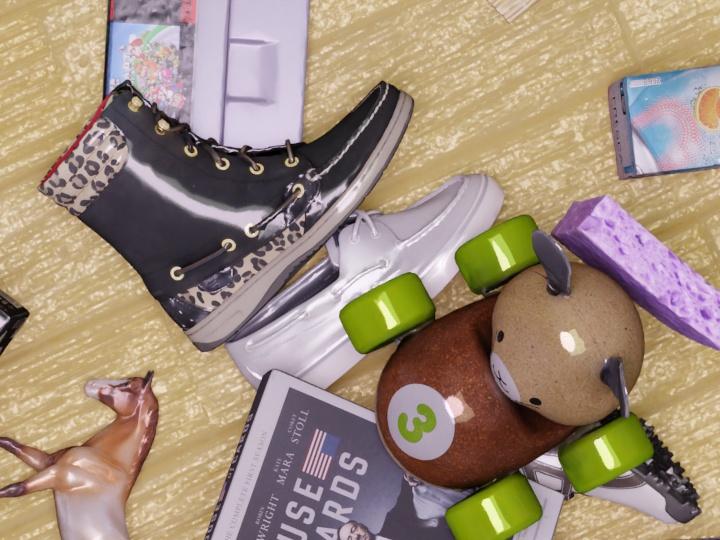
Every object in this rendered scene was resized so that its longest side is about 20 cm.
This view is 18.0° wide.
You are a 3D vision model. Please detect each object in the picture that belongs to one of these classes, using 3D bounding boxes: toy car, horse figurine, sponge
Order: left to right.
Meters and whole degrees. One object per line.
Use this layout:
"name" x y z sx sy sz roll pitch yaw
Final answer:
"horse figurine" -0.184 0.164 1.407 0.132 0.050 0.201 -3 68 -15
"toy car" 0.097 0.051 1.280 0.157 0.200 0.165 -27 85 -16
"sponge" 0.171 0.001 1.361 0.111 0.200 0.030 39 91 0

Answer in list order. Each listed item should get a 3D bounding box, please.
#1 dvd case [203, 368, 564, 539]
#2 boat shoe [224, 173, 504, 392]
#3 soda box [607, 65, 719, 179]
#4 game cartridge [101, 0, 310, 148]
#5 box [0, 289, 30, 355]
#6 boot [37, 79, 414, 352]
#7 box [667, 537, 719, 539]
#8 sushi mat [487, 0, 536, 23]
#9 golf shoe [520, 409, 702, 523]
"dvd case" 0.011 0.164 1.346 0.199 0.025 0.151 24 69 -12
"boat shoe" 0.000 0.000 1.419 0.200 0.072 0.069 -40 108 8
"soda box" 0.260 -0.100 1.428 0.199 0.068 0.064 -8 90 -3
"game cartridge" -0.098 -0.127 1.438 0.129 0.038 0.201 3 89 -6
"box" -0.309 0.072 1.370 0.124 0.149 0.200 37 88 -3
"boot" -0.081 -0.069 1.380 0.154 0.074 0.204 41 98 -11
"box" 0.153 0.205 1.423 0.199 0.070 0.065 -2 91 -2
"sushi mat" 0.139 -0.254 1.455 0.200 0.012 0.096 -39 92 -1
"golf shoe" 0.117 0.116 1.430 0.199 0.078 0.095 31 106 0
